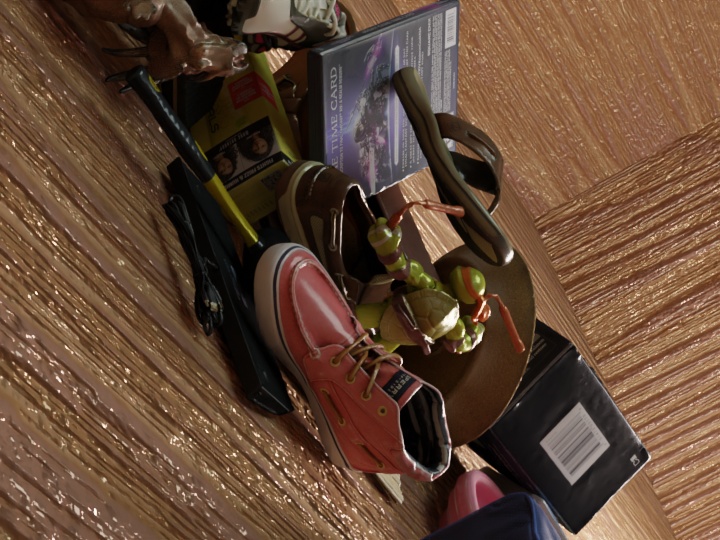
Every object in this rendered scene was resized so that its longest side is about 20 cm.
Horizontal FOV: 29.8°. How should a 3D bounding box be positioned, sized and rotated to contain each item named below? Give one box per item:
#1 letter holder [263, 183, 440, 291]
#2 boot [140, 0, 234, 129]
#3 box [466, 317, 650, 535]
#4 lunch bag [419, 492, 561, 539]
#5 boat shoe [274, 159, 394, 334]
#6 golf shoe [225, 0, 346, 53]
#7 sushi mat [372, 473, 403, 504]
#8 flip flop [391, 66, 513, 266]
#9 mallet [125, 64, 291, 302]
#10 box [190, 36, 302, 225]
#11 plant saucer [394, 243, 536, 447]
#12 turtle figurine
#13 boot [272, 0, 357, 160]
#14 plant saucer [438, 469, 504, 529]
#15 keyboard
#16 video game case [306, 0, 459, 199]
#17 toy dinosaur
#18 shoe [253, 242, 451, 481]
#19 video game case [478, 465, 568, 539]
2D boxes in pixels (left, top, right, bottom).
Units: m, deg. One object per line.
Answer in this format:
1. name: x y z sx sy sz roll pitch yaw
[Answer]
1. letter holder: -0.021 -0.050 1.231 0.142 0.100 0.201 39 25 -57
2. boot: -0.174 -0.218 1.053 0.078 0.138 0.201 -53 156 -49
3. box: 0.155 0.129 1.352 0.197 0.117 0.200 51 -9 -36
4. lunch bag: 0.096 0.262 0.904 0.133 0.135 0.200 58 12 -13
5. boat shoe: -0.003 0.004 1.081 0.075 0.075 0.203 -55 137 -31
6. golf shoe: -0.057 -0.213 1.040 0.200 0.088 0.078 -49 144 -87
7. sushi mat: -0.021 0.098 1.094 0.200 0.012 0.096 55 14 -29
8. flip flop: 0.080 -0.092 1.077 0.081 0.057 0.201 66 2 -53
9. mallet: -0.105 -0.065 0.972 0.200 0.041 0.066 58 9 -20
10. box: -0.104 -0.132 1.132 0.050 0.075 0.201 46 20 -49
11. plant saucer: 0.082 0.062 1.245 0.035 0.200 0.201 19 35 -31
12. turtle figurine: 0.038 0.040 1.043 0.200 0.161 0.065 49 21 -44
13. boot: -0.066 -0.170 1.227 0.074 0.154 0.200 87 -23 -50
14. plant saucer: 0.128 0.278 1.210 0.201 0.051 0.201 56 13 -19
15. keyboard: -0.102 0.005 0.952 0.201 0.021 0.127 67 6 29
16. video game case: 0.023 -0.140 1.147 0.200 0.019 0.144 -30 128 -46
17. toy dinosaur: -0.177 -0.200 0.954 0.200 0.086 0.136 38 -26 6
18. shoe: 0.000 0.067 0.962 0.071 0.091 0.201 -47 127 -37
19. video game case: 0.190 0.291 1.354 0.183 0.022 0.200 60 -8 -6
